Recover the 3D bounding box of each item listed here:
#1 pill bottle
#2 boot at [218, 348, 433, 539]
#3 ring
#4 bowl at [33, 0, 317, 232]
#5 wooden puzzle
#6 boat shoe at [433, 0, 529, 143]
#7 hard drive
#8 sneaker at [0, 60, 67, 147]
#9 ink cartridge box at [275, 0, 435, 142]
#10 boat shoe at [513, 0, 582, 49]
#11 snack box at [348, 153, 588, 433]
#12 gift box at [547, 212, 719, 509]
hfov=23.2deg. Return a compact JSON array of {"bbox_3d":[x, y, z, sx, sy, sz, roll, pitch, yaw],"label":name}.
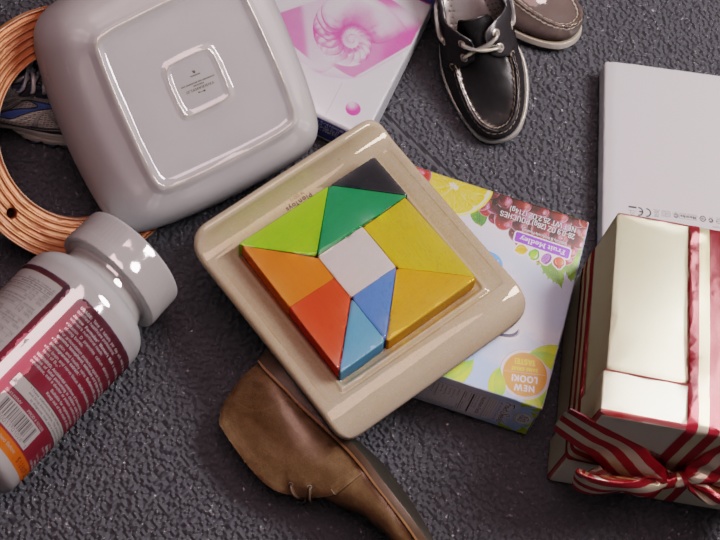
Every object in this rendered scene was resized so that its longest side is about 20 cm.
[{"bbox_3d":[-0.233,0.057,1.299,0.109,0.110,0.200,38,66,9],"label":"pill bottle"},{"bbox_3d":[-0.025,0.154,1.322,0.075,0.074,0.200,-44,74,-4],"label":"boot"},{"bbox_3d":[-0.225,-0.107,1.378,0.199,0.019,0.203,0,90,-32],"label":"ring"},{"bbox_3d":[-0.136,-0.145,1.359,0.199,0.075,0.201,-26,103,-15],"label":"bowl"},{"bbox_3d":[0.000,0.000,1.328,0.184,0.037,0.201,-33,73,-18],"label":"wooden puzzle"},{"bbox_3d":[0.098,-0.208,1.465,0.073,0.060,0.202,-7,88,6],"label":"boat shoe"},{"bbox_3d":[0.265,-0.076,1.481,0.130,0.027,0.202,7,66,-6],"label":"hard drive"},{"bbox_3d":[-0.270,-0.149,1.397,0.198,0.085,0.078,-4,67,-11],"label":"sneaker"},{"bbox_3d":[-0.046,-0.223,1.490,0.195,0.043,0.201,24,66,3],"label":"ink cartridge box"},{"bbox_3d":[0.118,-0.273,1.524,0.200,0.060,0.072,43,60,10],"label":"boat shoe"},{"bbox_3d":[0.064,0.016,1.387,0.198,0.068,0.170,18,65,1],"label":"snack box"},{"bbox_3d":[0.236,0.078,1.319,0.182,0.200,0.189,8,67,0],"label":"gift box"}]
